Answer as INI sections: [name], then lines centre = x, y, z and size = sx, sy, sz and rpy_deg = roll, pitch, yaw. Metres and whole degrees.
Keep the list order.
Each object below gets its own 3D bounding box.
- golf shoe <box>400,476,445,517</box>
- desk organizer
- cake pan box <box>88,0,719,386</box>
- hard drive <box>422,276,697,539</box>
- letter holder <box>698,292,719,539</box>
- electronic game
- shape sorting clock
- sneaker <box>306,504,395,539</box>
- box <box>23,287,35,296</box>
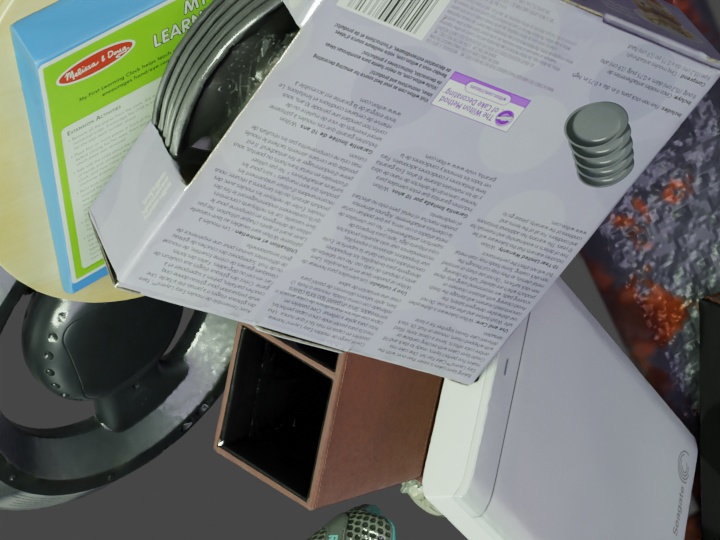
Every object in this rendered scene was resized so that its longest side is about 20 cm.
[golf shoe]
centre = 0.060, 0.013, 1.292
size = 0.097, 0.078, 0.200
rpy_deg = -13, 107, -40
[desk organizer]
centre = 0.000, 0.000, 1.225
size = 0.077, 0.072, 0.200
rpy_deg = -12, 122, -46
[cake pan box]
centre = 0.016, -0.051, 1.091
size = 0.200, 0.052, 0.184
rpy_deg = 16, 120, -37
[hard drive]
centre = 0.095, 0.088, 1.252
size = 0.200, 0.027, 0.132
rpy_deg = 47, 47, -46
[letter holder]
centre = 0.249, 0.109, 1.334
size = 0.142, 0.101, 0.200
rpy_deg = -9, 107, -24
[electronic game]
centre = -0.113, 0.019, 1.204
size = 0.200, 0.042, 0.200
rpy_deg = -30, 140, -29
[shape sorting clock]
centre = -0.076, -0.076, 1.106
size = 0.200, 0.039, 0.200
rpy_deg = -28, 141, -26
[sneaker]
centre = 0.036, 0.191, 1.320
size = 0.091, 0.078, 0.200
rpy_deg = -46, 113, -4
[box]
centre = -0.101, -0.100, 1.157
size = 0.200, 0.050, 0.199
rpy_deg = -35, 150, -4
